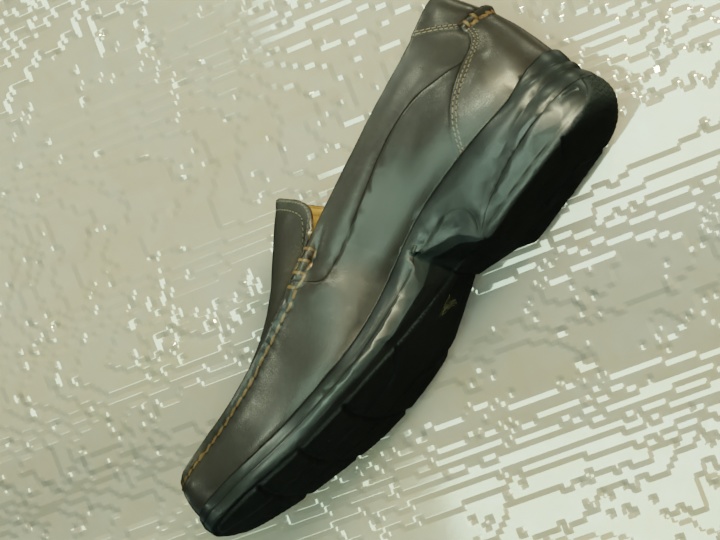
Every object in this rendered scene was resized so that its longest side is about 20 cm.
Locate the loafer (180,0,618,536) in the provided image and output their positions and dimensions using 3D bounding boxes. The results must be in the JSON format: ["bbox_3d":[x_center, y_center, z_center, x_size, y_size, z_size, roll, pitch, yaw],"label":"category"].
[{"bbox_3d":[0.000,0.000,0.882,0.072,0.073,0.200,40,95,17],"label":"loafer"}]
